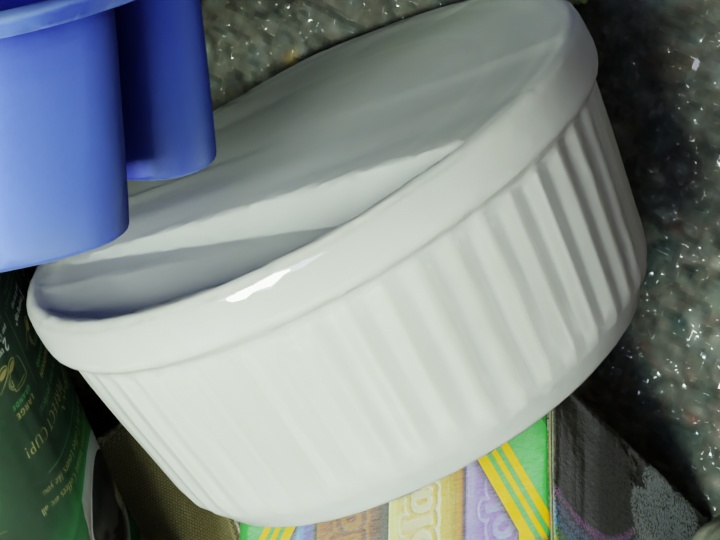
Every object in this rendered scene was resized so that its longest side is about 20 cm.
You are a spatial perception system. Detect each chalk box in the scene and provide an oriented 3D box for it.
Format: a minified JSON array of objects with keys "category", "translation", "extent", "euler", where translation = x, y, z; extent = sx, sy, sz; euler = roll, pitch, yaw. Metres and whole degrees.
[{"category":"chalk box","translation":[0.038,0.158,0.965],"extent":[0.124,0.200,0.124],"euler":[-15,144,27]}]

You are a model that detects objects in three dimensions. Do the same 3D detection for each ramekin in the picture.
[{"category":"ramekin","translation":[0.000,0.000,0.951],"extent":[0.202,0.202,0.094],"euler":[-19,110,28]}]

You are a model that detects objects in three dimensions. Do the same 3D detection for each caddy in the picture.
[{"category":"caddy","translation":[-0.138,-0.066,0.896],"extent":[0.199,0.141,0.105],"euler":[-3,109,23]}]

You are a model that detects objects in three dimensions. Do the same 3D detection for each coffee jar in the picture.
[{"category":"coffee jar","translation":[-0.130,0.076,0.993],"extent":[0.085,0.104,0.200],"euler":[-16,118,9]}]

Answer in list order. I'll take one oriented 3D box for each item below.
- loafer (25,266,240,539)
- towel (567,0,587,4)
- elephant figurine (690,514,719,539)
[{"category":"loafer","translation":[-0.088,0.065,1.078],"extent":[0.076,0.067,0.200],"euler":[-18,99,28]},{"category":"towel","translation":[0.074,-0.198,0.947],"extent":[0.144,0.023,0.200],"euler":[42,118,6]},{"category":"elephant figurine","translation":[0.195,0.159,0.955],"extent":[0.155,0.141,0.200],"euler":[-16,100,52]}]
